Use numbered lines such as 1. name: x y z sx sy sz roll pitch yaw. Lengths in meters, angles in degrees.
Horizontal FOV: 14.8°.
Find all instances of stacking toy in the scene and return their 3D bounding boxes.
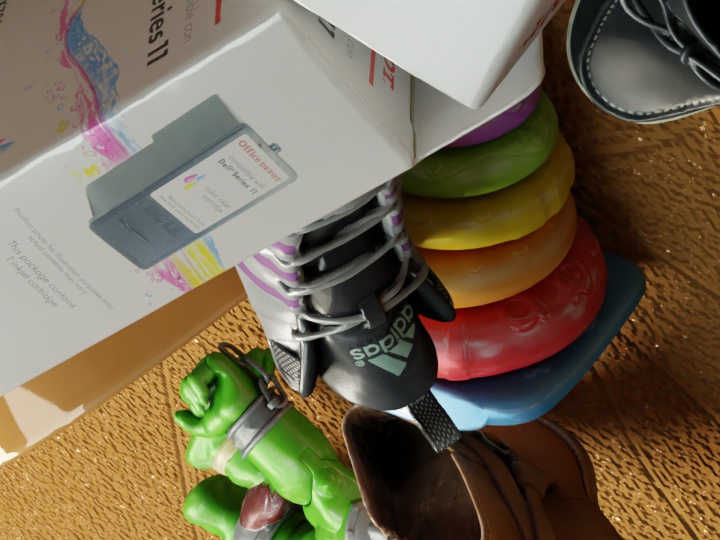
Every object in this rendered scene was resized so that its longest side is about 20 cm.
1. stacking toy: 0.034 -0.051 1.012 0.116 0.110 0.201 19 133 28

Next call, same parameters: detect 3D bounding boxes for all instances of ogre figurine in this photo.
1. ogre figurine: -0.025 0.118 1.285 0.120 0.098 0.201 38 140 21

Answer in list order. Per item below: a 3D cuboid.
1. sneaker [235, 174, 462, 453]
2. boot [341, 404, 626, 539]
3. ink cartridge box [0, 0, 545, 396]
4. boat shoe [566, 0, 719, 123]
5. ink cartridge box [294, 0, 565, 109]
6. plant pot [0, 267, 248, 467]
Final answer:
1. sneaker: 0.000 0.000 0.922 0.200 0.077 0.140 -130 15 -81
2. boot: 0.038 0.084 1.113 0.154 0.074 0.200 29 -176 -45
3. ink cartridge box: -0.047 -0.059 0.804 0.199 0.117 0.067 -29 123 22
4. boat shoe: 0.122 -0.087 0.894 0.075 0.062 0.200 42 150 -12
5. ink cartridge box: 0.060 -0.162 0.714 0.083 0.147 0.200 32 128 4
6. plant pot: -0.123 -0.027 1.108 0.140 0.200 0.200 55 146 -7
